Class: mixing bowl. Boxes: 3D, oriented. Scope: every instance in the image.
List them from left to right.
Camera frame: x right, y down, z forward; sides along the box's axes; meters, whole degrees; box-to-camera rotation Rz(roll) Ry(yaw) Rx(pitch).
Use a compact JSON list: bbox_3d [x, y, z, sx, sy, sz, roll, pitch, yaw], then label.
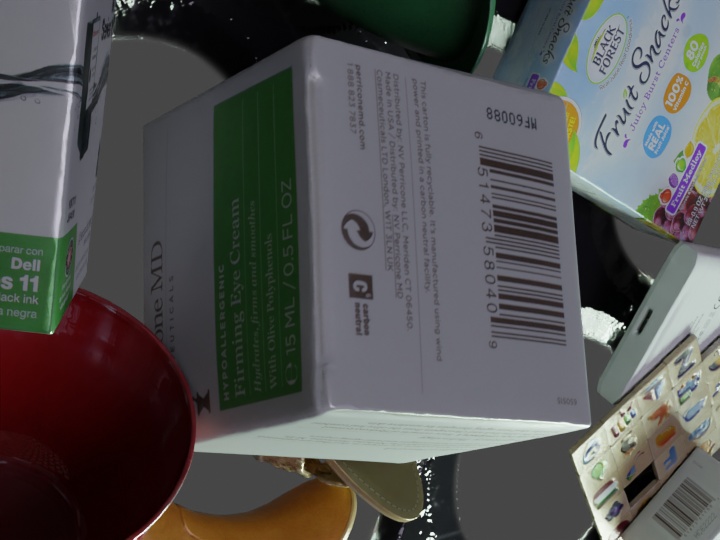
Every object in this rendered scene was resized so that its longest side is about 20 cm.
[{"bbox_3d":[-0.193,0.107,0.769,0.199,0.200,0.109,-15,141,-33],"label":"mixing bowl"}]

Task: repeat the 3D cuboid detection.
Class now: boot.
[{"bbox_3d":[-0.103,0.167,0.908,0.201,0.071,0.144,-43,125,-14],"label":"boot"}]

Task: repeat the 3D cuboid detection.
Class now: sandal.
[{"bbox_3d":[-0.050,0.090,0.939,0.212,0.069,0.078,47,34,-20],"label":"sandal"}]

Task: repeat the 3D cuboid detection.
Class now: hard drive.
[{"bbox_3d":[0.277,0.048,1.152,0.199,0.027,0.133,8,115,-46],"label":"hard drive"}]

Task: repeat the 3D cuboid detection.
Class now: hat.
[{"bbox_3d":[-0.042,-0.185,0.827,0.175,0.201,0.166,-12,149,-19],"label":"hat"}]

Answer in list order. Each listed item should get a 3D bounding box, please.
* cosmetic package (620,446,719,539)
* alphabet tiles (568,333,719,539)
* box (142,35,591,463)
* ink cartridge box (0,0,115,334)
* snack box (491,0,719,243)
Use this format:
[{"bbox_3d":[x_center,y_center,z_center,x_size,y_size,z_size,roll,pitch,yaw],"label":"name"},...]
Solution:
[{"bbox_3d":[0.312,0.245,1.228,0.102,0.071,0.200,-49,131,-2],"label":"cosmetic package"},{"bbox_3d":[0.250,0.118,1.156,0.200,0.008,0.168,-41,140,-12],"label":"alphabet tiles"},{"bbox_3d":[0.000,0.000,0.835,0.199,0.171,0.201,8,73,-38],"label":"box"},{"bbox_3d":[-0.172,-0.085,0.725,0.082,0.147,0.202,7,101,-5],"label":"ink cartridge box"},{"bbox_3d":[0.194,-0.133,1.048,0.199,0.068,0.170,25,89,-38],"label":"snack box"}]
